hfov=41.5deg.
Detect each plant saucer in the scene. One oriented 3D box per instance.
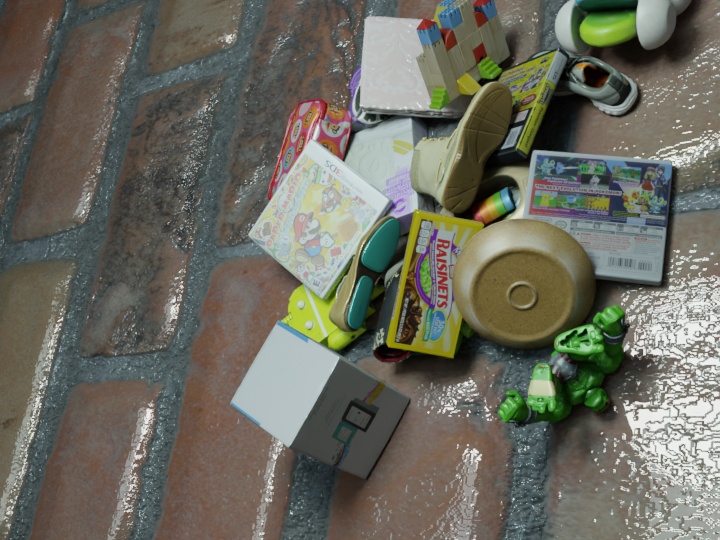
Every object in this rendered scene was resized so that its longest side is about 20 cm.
[{"bbox_3d":[0.224,0.028,1.309,0.199,0.201,0.035,-30,15,22],"label":"plant saucer"}]

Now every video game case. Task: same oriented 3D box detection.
[{"bbox_3d":[0.330,-0.077,1.338,0.198,0.023,0.184,6,71,15],"label":"video game case"},{"bbox_3d":[-0.070,-0.086,1.581,0.182,0.023,0.201,39,102,20],"label":"video game case"},{"bbox_3d":[0.225,-0.242,1.478,0.200,0.025,0.182,-6,57,64],"label":"video game case"}]

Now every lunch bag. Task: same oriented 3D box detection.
[{"bbox_3d":[-0.096,-0.203,1.701,0.176,0.081,0.202,15,88,65],"label":"lunch bag"}]

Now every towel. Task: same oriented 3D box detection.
[{"bbox_3d":[0.100,-0.347,1.619,0.198,0.032,0.193,4,68,1],"label":"towel"}]

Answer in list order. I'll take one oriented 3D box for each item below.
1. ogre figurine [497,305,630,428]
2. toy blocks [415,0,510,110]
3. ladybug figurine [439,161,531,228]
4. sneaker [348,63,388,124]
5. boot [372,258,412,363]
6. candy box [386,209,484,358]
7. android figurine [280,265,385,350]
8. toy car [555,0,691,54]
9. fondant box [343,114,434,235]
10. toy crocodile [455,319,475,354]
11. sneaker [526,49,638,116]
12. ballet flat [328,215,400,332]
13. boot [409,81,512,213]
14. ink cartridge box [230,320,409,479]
[{"bbox_3d":[0.281,0.136,1.254,0.098,0.120,0.201,28,88,37],"label":"ogre figurine"},{"bbox_3d":[0.158,-0.371,1.523,0.200,0.138,0.100,-40,34,-24],"label":"toy blocks"},{"bbox_3d":[0.212,-0.088,1.445,0.199,0.072,0.137,-24,55,27],"label":"ladybug figurine"},{"bbox_3d":[0.015,-0.315,1.692,0.083,0.080,0.201,-36,24,35],"label":"sneaker"},{"bbox_3d":[0.086,0.042,1.423,0.204,0.073,0.155,-44,28,54],"label":"boot"},{"bbox_3d":[0.106,0.020,1.359,0.026,0.101,0.202,-120,40,-75],"label":"candy box"},{"bbox_3d":[-0.051,0.053,1.599,0.199,0.041,0.183,-36,52,16],"label":"android figurine"},{"bbox_3d":[0.383,-0.418,1.403,0.174,0.151,0.200,7,47,38],"label":"toy car"},{"bbox_3d":[0.045,-0.155,1.614,0.143,0.058,0.202,-20,59,29],"label":"fondant box"},{"bbox_3d":[0.159,0.037,1.402,0.067,0.062,0.201,34,113,20],"label":"toy crocodile"},{"bbox_3d":[0.332,-0.304,1.456,0.200,0.079,0.074,31,91,43],"label":"sneaker"},{"bbox_3d":[0.000,0.000,1.523,0.063,0.068,0.201,11,72,48],"label":"ballet flat"},{"bbox_3d":[0.149,-0.198,1.456,0.202,0.072,0.155,-70,23,9],"label":"boot"},{"bbox_3d":[-0.057,0.197,1.426,0.146,0.200,0.147,26,84,41],"label":"ink cartridge box"}]
